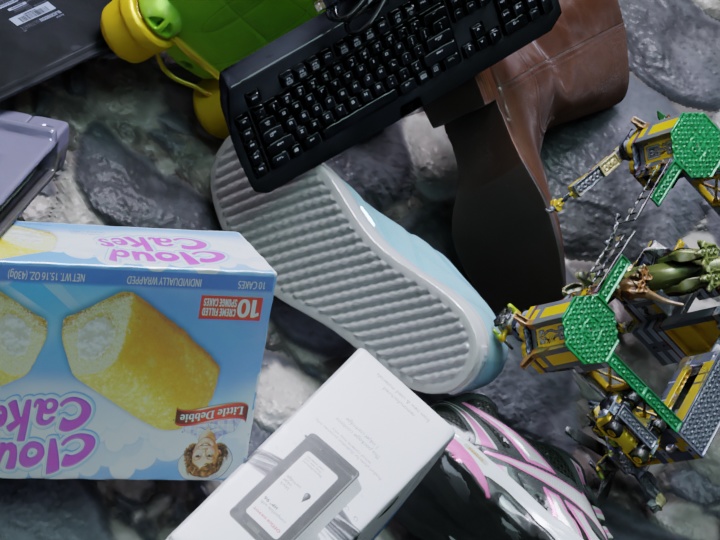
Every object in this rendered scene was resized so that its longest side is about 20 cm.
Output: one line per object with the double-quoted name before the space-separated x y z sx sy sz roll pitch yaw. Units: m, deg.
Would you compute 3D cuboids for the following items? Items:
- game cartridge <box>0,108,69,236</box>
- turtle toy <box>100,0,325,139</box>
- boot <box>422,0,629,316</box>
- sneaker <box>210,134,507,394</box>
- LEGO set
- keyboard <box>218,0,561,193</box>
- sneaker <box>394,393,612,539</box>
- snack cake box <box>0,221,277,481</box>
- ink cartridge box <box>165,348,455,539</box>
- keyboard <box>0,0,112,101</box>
"game cartridge" -0.226 -0.053 1.418 0.129 0.039 0.200 15 17 2
"turtle toy" -0.042 -0.148 1.581 0.200 0.145 0.102 40 35 -35
"boot" 0.113 -0.078 1.656 0.200 0.064 0.188 -33 108 -57
"sneaker" 0.000 0.000 1.560 0.200 0.074 0.082 46 13 21
"LEGO set" 0.146 0.020 1.563 0.153 0.116 0.201 37 63 -24
"keyboard" 0.017 -0.121 1.507 0.199 0.105 0.040 -32 33 -13
"sneaker" 0.102 0.136 1.498 0.200 0.080 0.086 48 42 4
"snack cake box" -0.150 0.040 1.414 0.199 0.116 0.067 2 19 -22
"ink cartridge box" -0.052 0.141 1.398 0.068 0.116 0.200 42 53 7
"keyboard" -0.199 -0.147 1.558 0.127 0.021 0.200 39 35 13
